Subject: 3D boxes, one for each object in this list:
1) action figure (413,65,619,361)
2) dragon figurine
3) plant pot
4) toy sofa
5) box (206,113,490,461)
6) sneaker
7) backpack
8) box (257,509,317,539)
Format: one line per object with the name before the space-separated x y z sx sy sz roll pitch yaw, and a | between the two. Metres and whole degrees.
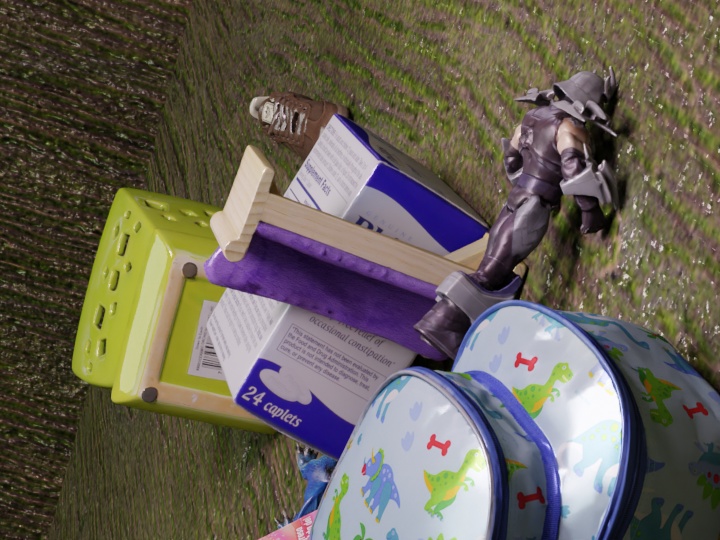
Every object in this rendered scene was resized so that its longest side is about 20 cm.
action figure | 0.103 -0.035 1.102 0.201 0.069 0.130 -61 8 2
dragon figurine | -0.026 0.191 1.399 0.099 0.058 0.202 -147 73 -75
plant pot | -0.155 0.047 1.772 0.181 0.197 0.202 -146 71 -68
toy sofa | 0.000 0.000 1.196 0.083 0.198 0.098 -129 60 -71
box | -0.014 0.008 1.336 0.201 0.104 0.184 -58 18 8
sneaker | -0.065 -0.142 1.818 0.200 0.075 0.071 -149 73 -75
backpack | 0.078 0.119 0.871 0.202 0.146 0.183 -64 33 14
box | -0.009 0.243 1.143 0.103 0.094 0.200 63 -179 -24
